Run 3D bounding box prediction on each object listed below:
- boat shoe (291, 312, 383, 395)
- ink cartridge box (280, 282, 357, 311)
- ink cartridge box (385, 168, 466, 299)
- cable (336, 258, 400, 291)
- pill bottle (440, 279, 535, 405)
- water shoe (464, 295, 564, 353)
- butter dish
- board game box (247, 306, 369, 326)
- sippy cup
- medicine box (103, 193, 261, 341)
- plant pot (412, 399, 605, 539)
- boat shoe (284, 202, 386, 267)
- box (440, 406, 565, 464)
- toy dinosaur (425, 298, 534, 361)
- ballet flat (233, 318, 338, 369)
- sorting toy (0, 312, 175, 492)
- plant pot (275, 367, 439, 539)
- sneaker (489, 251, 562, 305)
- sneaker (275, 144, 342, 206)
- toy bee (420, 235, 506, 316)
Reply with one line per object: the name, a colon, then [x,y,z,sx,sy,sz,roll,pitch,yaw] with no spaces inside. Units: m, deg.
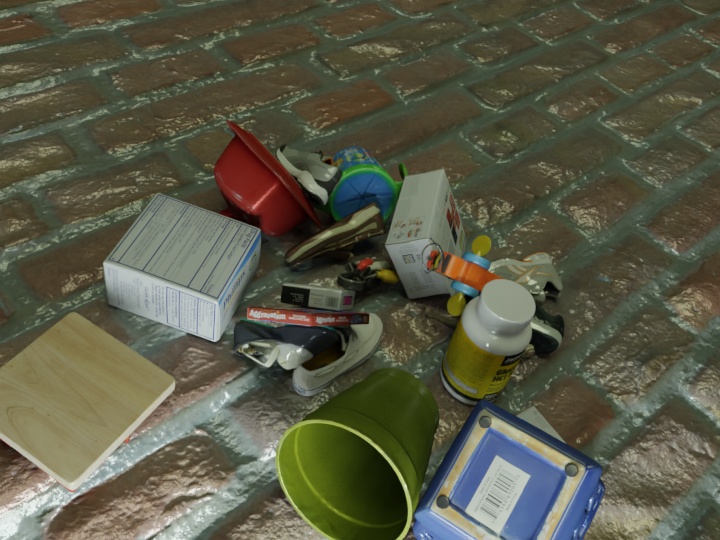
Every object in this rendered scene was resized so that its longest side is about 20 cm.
boat shoe: [-0.031,0.119,1.172,0.071,0.070,0.199,40,51,23]
ink cartridge box: [-0.063,0.042,1.188,0.093,0.038,0.200,7,1,7]
ink cartridge box: [0.127,-0.052,1.344,0.083,0.177,0.201,-8,39,24]
cable: [0.000,0.000,1.252,0.096,0.051,0.200,26,8,21]
pill bottle: [0.201,0.112,1.146,0.111,0.201,0.113,7,46,-7]
water shoe: [0.266,0.075,1.296,0.198,0.072,0.079,31,43,5]
butter dish: [-0.193,-0.135,1.322,0.148,0.200,0.200,-42,63,-1]
board game box: [-0.071,0.067,1.076,0.102,0.020,0.199,3,-2,23]
sippy cup: [-0.006,-0.170,1.420,0.176,0.140,0.131,18,30,-26]
medicine box: [-0.288,-0.008,1.203,0.197,0.104,0.183,19,45,4]
plant pot: [0.186,0.294,0.927,0.198,0.180,0.201,27,72,23]
boat shoe: [-0.038,-0.048,1.327,0.201,0.075,0.076,-30,97,-16]
box: [0.234,0.309,1.082,0.198,0.041,0.156,-23,57,-30]
toy dinosaur: [0.211,0.092,1.248,0.198,0.089,0.048,24,36,8]
ballet flat: [-0.120,0.116,1.112,0.198,0.074,0.073,2,35,35]
sorting toy: [-0.397,0.186,1.016,0.198,0.070,0.199,29,47,14]
plant pot: [0.018,0.238,1.006,0.199,0.202,0.193,30,35,15]
sneaker: [0.292,0.028,1.343,0.198,0.076,0.093,-14,56,-24]
sneaker: [-0.094,-0.190,1.364,0.079,0.074,0.200,-45,42,-1]
toy bee: [0.163,-0.007,1.190,0.131,0.200,0.108,-47,26,-9]
